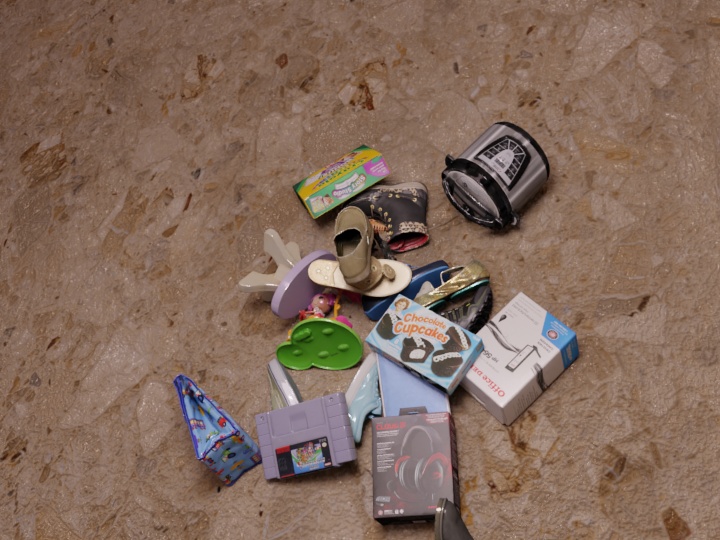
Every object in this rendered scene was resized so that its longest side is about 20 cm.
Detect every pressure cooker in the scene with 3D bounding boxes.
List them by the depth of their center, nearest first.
[{"bbox_3d":[0.278,-0.188,1.728,0.200,0.179,0.176,-43,32,-13],"label":"pressure cooker"}]

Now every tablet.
[{"bbox_3d":[0.100,0.220,1.567,0.129,0.014,0.202,-11,73,14],"label":"tablet"}]

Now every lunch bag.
[{"bbox_3d":[-0.289,0.292,1.595,0.094,0.151,0.200,-35,54,-7],"label":"lunch bag"}]

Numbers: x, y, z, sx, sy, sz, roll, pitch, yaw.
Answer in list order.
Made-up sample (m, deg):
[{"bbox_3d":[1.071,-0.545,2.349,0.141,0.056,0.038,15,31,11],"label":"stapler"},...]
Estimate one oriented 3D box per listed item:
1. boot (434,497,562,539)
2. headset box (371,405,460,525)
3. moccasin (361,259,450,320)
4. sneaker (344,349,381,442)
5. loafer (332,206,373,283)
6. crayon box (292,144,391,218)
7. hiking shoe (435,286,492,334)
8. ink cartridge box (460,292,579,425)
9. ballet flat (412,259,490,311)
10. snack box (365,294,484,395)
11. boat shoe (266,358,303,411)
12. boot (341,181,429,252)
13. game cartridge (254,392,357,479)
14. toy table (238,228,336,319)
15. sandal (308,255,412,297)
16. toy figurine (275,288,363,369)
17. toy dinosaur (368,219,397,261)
[{"bbox_3d":[0.227,0.451,1.334,0.198,0.184,0.073,-6,18,22],"label":"boot"},{"bbox_3d":[0.098,0.344,1.473,0.147,0.075,0.202,-7,62,13],"label":"headset box"},{"bbox_3d":[0.089,0.025,1.701,0.198,0.081,0.068,-26,49,-2],"label":"moccasin"},{"bbox_3d":[0.011,0.246,1.595,0.081,0.074,0.201,30,62,0],"label":"sneaker"},{"bbox_3d":[-0.015,-0.064,1.605,0.075,0.068,0.201,-17,43,8],"label":"loafer"},{"bbox_3d":[-0.046,-0.205,1.857,0.199,0.059,0.173,-31,19,-4],"label":"crayon box"},{"bbox_3d":[0.181,0.099,1.623,0.100,0.076,0.200,30,71,28],"label":"hiking shoe"},{"bbox_3d":[0.287,0.164,1.540,0.200,0.085,0.146,-42,54,-12],"label":"ink cartridge box"},{"bbox_3d":[0.164,0.040,1.659,0.199,0.071,0.071,-29,53,0],"label":"ballet flat"},{"bbox_3d":[0.119,0.136,1.544,0.199,0.037,0.117,27,71,33],"label":"snack box"},{"bbox_3d":[-0.148,0.263,1.622,0.062,0.072,0.201,-32,55,1],"label":"boat shoe"},{"bbox_3d":[0.057,-0.113,1.807,0.198,0.074,0.152,-8,52,4],"label":"boot"},{"bbox_3d":[-0.105,0.313,1.537,0.198,0.038,0.131,-19,71,27],"label":"game cartridge"},{"bbox_3d":[-0.155,0.010,1.740,0.116,0.185,0.200,27,31,22],"label":"toy table"},{"bbox_3d":[0.000,0.006,1.626,0.209,0.070,0.079,3,76,0],"label":"sandal"},{"bbox_3d":[-0.072,0.094,1.700,0.199,0.150,0.185,-24,34,32],"label":"toy figurine"},{"bbox_3d":[0.008,-0.057,1.730,0.101,0.200,0.137,-24,88,-3],"label":"toy dinosaur"}]
